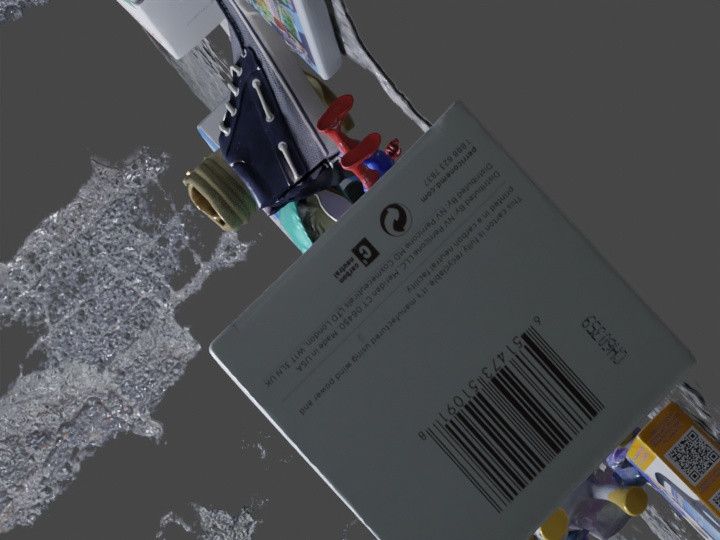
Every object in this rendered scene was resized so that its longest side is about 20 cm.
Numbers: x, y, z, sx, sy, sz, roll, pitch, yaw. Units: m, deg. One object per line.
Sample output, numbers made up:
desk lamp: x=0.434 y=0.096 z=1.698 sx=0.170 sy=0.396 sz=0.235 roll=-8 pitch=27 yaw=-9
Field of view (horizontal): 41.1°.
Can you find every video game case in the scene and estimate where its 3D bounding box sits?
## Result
video game case: x=-0.088 y=-0.231 z=0.629 sx=0.182 sy=0.023 sz=0.200 roll=47 pitch=175 yaw=14

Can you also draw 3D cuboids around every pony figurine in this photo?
pony figurine: x=0.185 y=0.194 z=0.866 sx=0.166 sy=0.193 sz=0.200 roll=43 pitch=157 yaw=3

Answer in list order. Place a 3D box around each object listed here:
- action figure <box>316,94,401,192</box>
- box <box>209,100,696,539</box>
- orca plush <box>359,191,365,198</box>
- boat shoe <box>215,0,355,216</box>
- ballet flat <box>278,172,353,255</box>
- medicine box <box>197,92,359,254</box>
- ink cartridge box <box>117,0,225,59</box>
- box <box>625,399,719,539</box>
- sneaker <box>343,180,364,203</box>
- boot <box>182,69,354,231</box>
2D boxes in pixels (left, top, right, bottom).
action figure: x=0.031 y=-0.068 z=0.758 sx=0.066 sy=0.052 sz=0.200 roll=51 pitch=-177 yaw=28
box: x=0.049 y=0.049 z=0.576 sx=0.200 sy=0.199 sz=0.131 roll=46 pitch=176 yaw=3
orca plush: x=0.070 y=-0.021 z=0.903 sx=0.106 sy=0.070 sz=0.202 roll=-72 pitch=-34 yaw=-42
boat shoe: x=-0.088 y=-0.142 z=0.778 sx=0.202 sy=0.092 sz=0.075 roll=59 pitch=-177 yaw=14
ballet flat: x=0.000 y=0.000 z=0.797 sx=0.201 sy=0.067 sz=0.071 roll=52 pitch=155 yaw=11
medicine box: x=-0.082 y=-0.113 z=1.158 sx=0.182 sy=0.103 sz=0.200 roll=46 pitch=177 yaw=13
ink cartridge box: x=-0.201 y=-0.293 z=0.796 sx=0.146 sy=0.084 sz=0.200 roll=45 pitch=175 yaw=33
box: x=0.272 y=0.185 z=0.670 sx=0.200 sy=0.041 sz=0.119 roll=49 pitch=177 yaw=21
sneaker: x=0.005 y=-0.009 z=0.974 sx=0.092 sy=0.071 sz=0.201 roll=15 pitch=146 yaw=41
boot: x=-0.101 y=-0.119 z=0.897 sx=0.073 sy=0.155 sz=0.200 roll=48 pitch=176 yaw=-32
